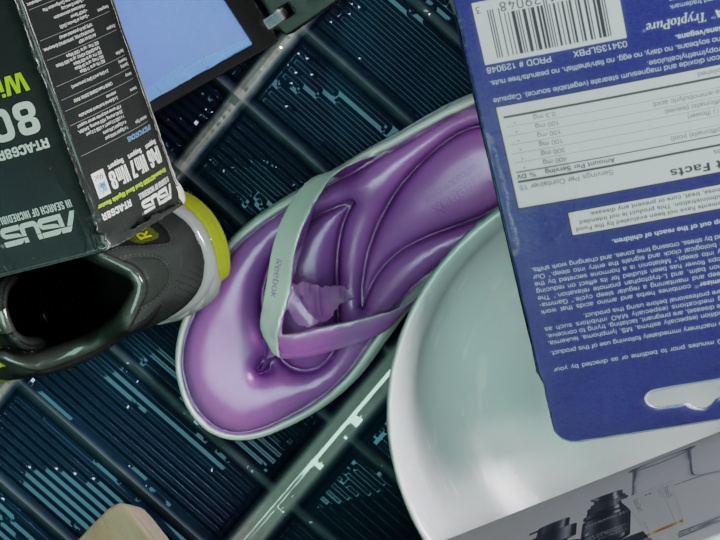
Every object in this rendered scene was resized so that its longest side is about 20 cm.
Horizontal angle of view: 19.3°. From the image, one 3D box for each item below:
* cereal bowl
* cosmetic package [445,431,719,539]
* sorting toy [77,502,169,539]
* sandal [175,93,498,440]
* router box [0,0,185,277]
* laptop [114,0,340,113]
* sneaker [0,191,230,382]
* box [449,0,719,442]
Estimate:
[{"bbox_3d":[0.112,0.052,0.869,0.199,0.083,0.202,1,98,7],"label":"cereal bowl"},{"bbox_3d":[0.071,0.122,0.766,0.199,0.151,0.052,-23,92,10],"label":"cosmetic package"},{"bbox_3d":[-0.097,0.241,0.901,0.199,0.070,0.200,-46,67,9],"label":"sorting toy"},{"bbox_3d":[-0.005,-0.006,0.893,0.202,0.050,0.083,-42,89,12],"label":"sandal"},{"bbox_3d":[-0.183,-0.067,0.818,0.199,0.062,0.151,-13,104,30],"label":"router box"},{"bbox_3d":[-0.064,-0.181,0.851,0.199,0.103,0.178,-33,93,10],"label":"laptop"},{"bbox_3d":[-0.156,0.013,0.892,0.199,0.085,0.075,-20,95,19],"label":"sneaker"},{"bbox_3d":[0.110,-0.032,0.776,0.120,0.032,0.201,-10,119,9],"label":"box"}]
